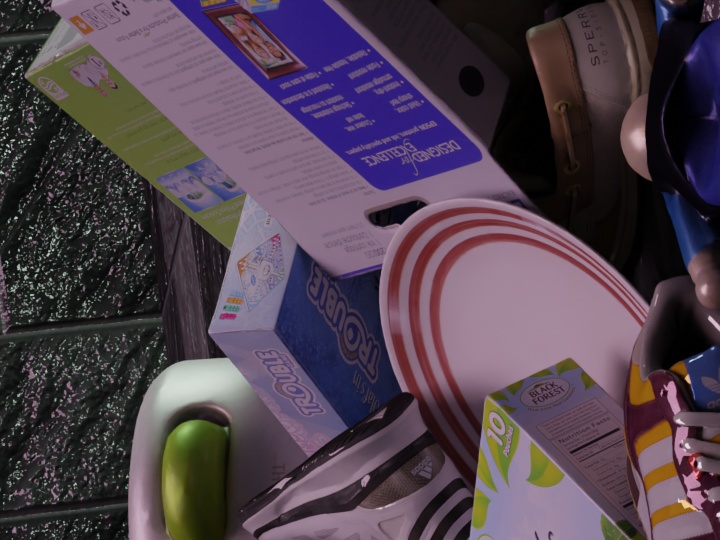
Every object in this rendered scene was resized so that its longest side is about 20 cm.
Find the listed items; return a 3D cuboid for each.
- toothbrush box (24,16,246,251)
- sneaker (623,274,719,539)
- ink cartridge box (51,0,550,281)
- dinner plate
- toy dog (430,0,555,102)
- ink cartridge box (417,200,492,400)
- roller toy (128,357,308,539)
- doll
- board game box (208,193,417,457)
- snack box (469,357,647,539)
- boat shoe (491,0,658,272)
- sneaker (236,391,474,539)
[{"bbox_3d":[-0.065,-0.110,1.573,0.086,0.200,0.146,-20,36,55],"label":"toothbrush box"},{"bbox_3d":[0.141,0.080,1.061,0.200,0.075,0.090,-115,16,-58],"label":"sneaker"},{"bbox_3d":[-0.023,-0.085,1.268,0.200,0.043,0.198,45,153,-18],"label":"ink cartridge box"},{"bbox_3d":[0.088,0.051,1.250,0.200,0.024,0.201,32,140,32],"label":"dinner plate"},{"bbox_3d":[-0.011,-0.160,1.300,0.200,0.139,0.194,49,-168,-24],"label":"toy dog"},{"bbox_3d":[0.078,0.026,1.405,0.200,0.047,0.161,-72,-40,-79],"label":"ink cartridge box"},{"bbox_3d":[-0.044,0.139,1.584,0.200,0.139,0.183,-71,-25,-63],"label":"roller toy"},{"bbox_3d":[0.138,-0.053,1.072,0.200,0.048,0.137,-177,82,-80],"label":"doll"},{"bbox_3d":[0.000,0.000,1.472,0.200,0.043,0.200,54,-138,-49],"label":"board game box"},{"bbox_3d":[0.107,0.157,1.231,0.142,0.053,0.200,47,148,36],"label":"snack box"},{"bbox_3d":[0.093,-0.055,1.270,0.200,0.066,0.074,95,164,-54],"label":"boat shoe"},{"bbox_3d":[0.010,0.137,1.358,0.116,0.076,0.200,54,158,2],"label":"sneaker"}]
